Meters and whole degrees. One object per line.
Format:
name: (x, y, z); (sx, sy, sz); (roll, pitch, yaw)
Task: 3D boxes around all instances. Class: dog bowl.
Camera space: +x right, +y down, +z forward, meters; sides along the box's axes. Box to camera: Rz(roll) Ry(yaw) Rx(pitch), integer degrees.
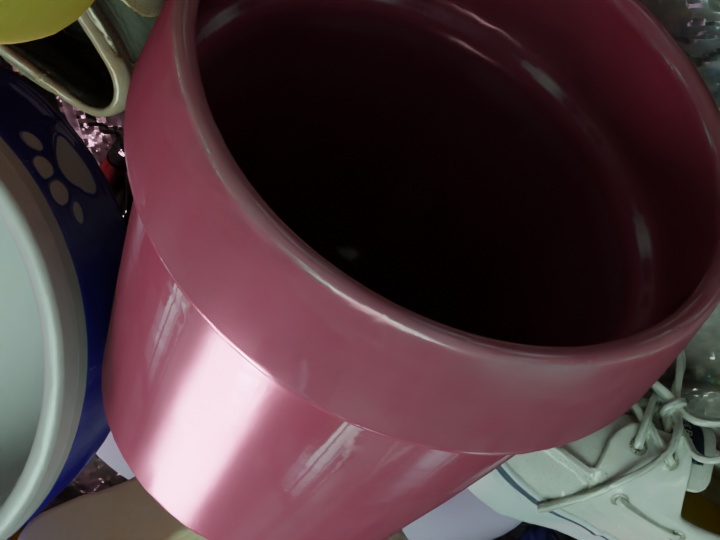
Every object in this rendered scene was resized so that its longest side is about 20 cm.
dog bowl: (-0.185, 0.015, 0.886); (0.198, 0.079, 0.202); (5, 105, 17)

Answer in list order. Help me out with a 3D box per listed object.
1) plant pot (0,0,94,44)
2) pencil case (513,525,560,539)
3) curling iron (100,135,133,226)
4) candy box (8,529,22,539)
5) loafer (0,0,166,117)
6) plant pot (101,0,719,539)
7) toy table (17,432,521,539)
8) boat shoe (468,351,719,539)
plant pot: (-0.104, -0.197, 0.656); (0.200, 0.201, 0.189); (34, 117, -19)
pencil case: (0.025, 0.195, 1.020); (0.199, 0.078, 0.087); (-36, 103, 9)
curling iron: (-0.119, 0.018, 0.958); (0.025, 0.050, 0.200); (6, 141, -32)
candy box: (-0.190, 0.147, 1.110); (0.102, 0.027, 0.200); (-27, 122, 28)
loafer: (-0.147, -0.126, 0.812); (0.199, 0.063, 0.072); (34, 131, -19)
plant pot: (0.000, 0.000, 0.805); (0.199, 0.201, 0.179); (24, 135, -11)
toy table: (-0.032, 0.098, 0.964); (0.198, 0.118, 0.185); (5, 134, 9)
boat shoe: (0.112, 0.072, 0.935); (0.202, 0.075, 0.086); (38, 130, -25)
